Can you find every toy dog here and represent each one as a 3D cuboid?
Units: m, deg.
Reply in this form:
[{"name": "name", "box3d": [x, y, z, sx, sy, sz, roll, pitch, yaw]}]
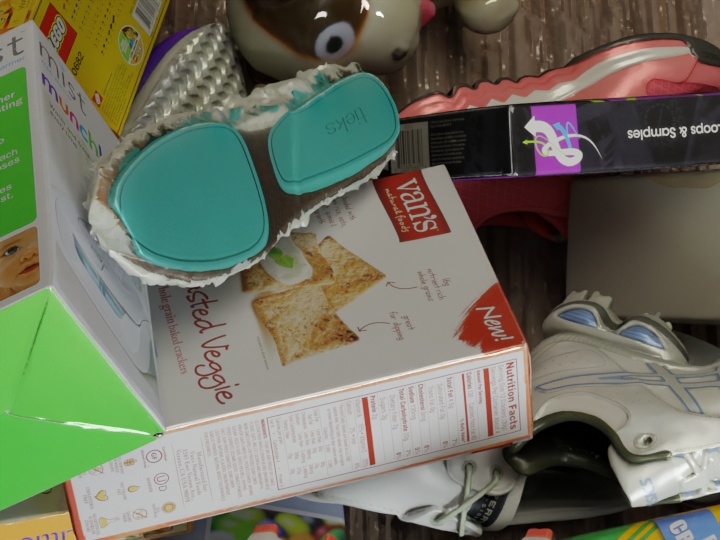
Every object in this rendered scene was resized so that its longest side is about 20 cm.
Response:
[{"name": "toy dog", "box3d": [-0.003, -0.185, 1.180, 0.192, 0.140, 0.201, 18, 61, -1]}]

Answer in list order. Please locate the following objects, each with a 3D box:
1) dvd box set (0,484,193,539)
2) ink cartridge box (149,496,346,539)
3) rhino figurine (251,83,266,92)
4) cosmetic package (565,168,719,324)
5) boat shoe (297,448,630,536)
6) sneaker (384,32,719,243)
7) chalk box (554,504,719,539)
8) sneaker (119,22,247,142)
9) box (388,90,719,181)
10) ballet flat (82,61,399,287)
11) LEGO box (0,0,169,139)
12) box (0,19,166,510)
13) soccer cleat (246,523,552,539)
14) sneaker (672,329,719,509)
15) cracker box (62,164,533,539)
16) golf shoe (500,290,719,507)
[{"name": "dvd box set", "box3d": [-0.185, 0.075, 1.024, 0.198, 0.030, 0.147, -9, 41, -12]}, {"name": "ink cartridge box", "box3d": [-0.064, 0.145, 1.045, 0.118, 0.042, 0.202, 0, 60, -13]}, {"name": "rhino figurine", "box3d": [0.000, 0.000, 1.118, 0.200, 0.060, 0.087, 48, 48, -4]}, {"name": "cosmetic package", "box3d": [0.191, -0.010, 1.076, 0.103, 0.200, 0.074, 3, 89, -29]}, {"name": "boat shoe", "box3d": [0.052, 0.086, 1.053, 0.199, 0.074, 0.067, -5, 49, -35]}, {"name": "sneaker", "box3d": [0.106, -0.059, 1.186, 0.199, 0.074, 0.087, -17, 80, -16]}, {"name": "chalk box", "box3d": [0.165, 0.180, 1.026, 0.198, 0.124, 0.126, -11, 65, -18]}, {"name": "sneaker", "box3d": [-0.130, -0.058, 1.122, 0.099, 0.070, 0.200, 0, 34, 28]}, {"name": "box", "box3d": [0.130, -0.064, 1.081, 0.198, 0.143, 0.036, -3, 92, -22]}, {"name": "ballet flat", "box3d": [-0.057, -0.036, 0.967, 0.072, 0.072, 0.199, 47, 36, 14]}, {"name": "LEGO box", "box3d": [-0.170, -0.130, 1.095, 0.148, 0.077, 0.201, -10, 48, 31]}, {"name": "box", "box3d": [-0.191, 0.020, 0.940, 0.199, 0.097, 0.177, -24, 41, 11]}, {"name": "soccer cleat", "box3d": [0.028, 0.149, 0.925, 0.198, 0.070, 0.078, 0, 46, 20]}, {"name": "sneaker", "box3d": [0.207, 0.080, 1.133, 0.199, 0.075, 0.100, 30, 41, 5]}, {"name": "cracker box", "box3d": [-0.038, 0.032, 0.991, 0.198, 0.058, 0.134, -12, 39, -8]}, {"name": "golf shoe", "box3d": [0.154, 0.076, 0.996, 0.199, 0.079, 0.097, 8, 43, 33]}]
